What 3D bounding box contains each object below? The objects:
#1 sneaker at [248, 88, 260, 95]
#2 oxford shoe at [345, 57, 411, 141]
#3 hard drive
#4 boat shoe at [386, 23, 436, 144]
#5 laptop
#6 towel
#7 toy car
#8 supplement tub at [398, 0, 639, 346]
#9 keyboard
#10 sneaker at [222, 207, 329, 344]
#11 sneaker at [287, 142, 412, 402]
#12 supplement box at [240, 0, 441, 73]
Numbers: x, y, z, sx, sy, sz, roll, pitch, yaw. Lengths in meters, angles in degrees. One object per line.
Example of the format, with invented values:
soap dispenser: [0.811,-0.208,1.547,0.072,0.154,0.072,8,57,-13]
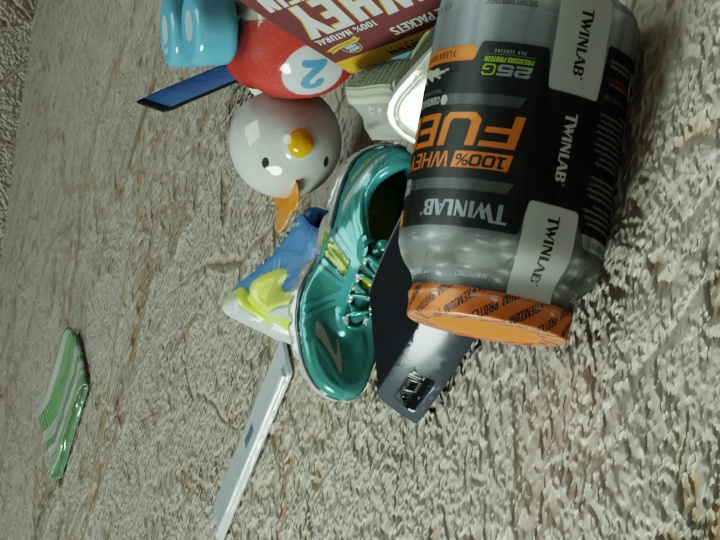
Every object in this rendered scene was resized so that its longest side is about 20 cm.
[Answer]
sneaker: [-0.064,-0.217,1.859,0.094,0.070,0.200,-86,21,-45]
oxford shoe: [0.054,-0.119,1.455,0.200,0.075,0.058,10,127,64]
hard drive: [0.057,-0.006,1.374,0.135,0.042,0.200,-94,24,-45]
boat shoe: [0.093,-0.159,1.296,0.202,0.072,0.060,-40,21,35]
laptop: [-0.150,-0.256,2.107,0.177,0.103,0.201,-153,77,-72]
towel: [-0.405,0.178,2.726,0.200,0.023,0.153,-117,44,-65]
toy car: [-0.058,-0.131,1.646,0.177,0.183,0.201,-164,70,-72]
supplement tub: [0.091,-0.062,1.178,0.122,0.122,0.201,163,118,-70]
keyboard: [-0.098,0.154,1.808,0.056,0.011,0.201,-96,25,-58]
sneaker: [-0.049,0.004,1.677,0.200,0.076,0.105,3,68,65]
sneaker: [0.000,0.000,1.507,0.080,0.077,0.201,3,80,64]
supplement box: [-0.013,-0.289,1.481,0.132,0.197,0.201,-17,58,38]
